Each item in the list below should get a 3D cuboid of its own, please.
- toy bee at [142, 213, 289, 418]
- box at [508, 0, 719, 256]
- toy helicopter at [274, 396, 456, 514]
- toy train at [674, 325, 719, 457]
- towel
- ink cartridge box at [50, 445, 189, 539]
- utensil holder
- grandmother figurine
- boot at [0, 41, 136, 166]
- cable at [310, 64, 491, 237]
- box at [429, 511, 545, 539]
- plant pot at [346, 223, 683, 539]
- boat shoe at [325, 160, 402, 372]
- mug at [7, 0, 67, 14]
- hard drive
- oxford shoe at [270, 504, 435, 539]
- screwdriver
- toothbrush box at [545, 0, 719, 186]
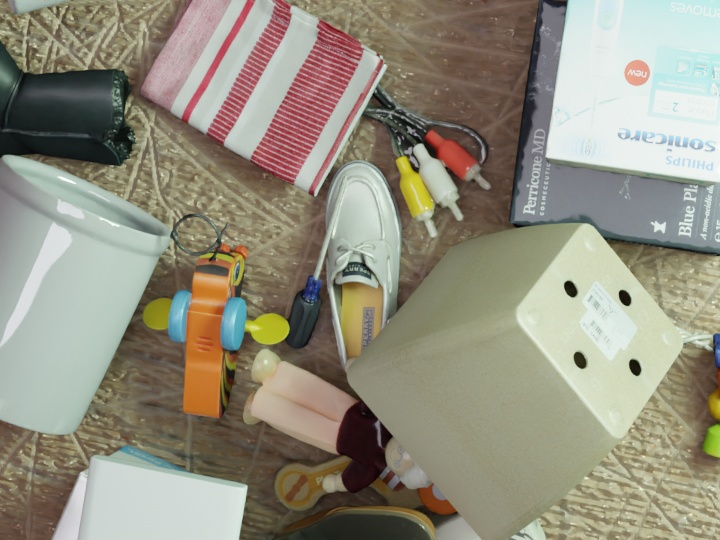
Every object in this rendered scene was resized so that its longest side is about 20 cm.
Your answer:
[{"bbox_3d":[-0.124,0.028,1.643,0.130,0.109,0.201,26,120,0],"label":"toy bee"},{"bbox_3d":[0.240,-0.123,1.581,0.197,0.117,0.199,8,92,7],"label":"box"},{"bbox_3d":[0.008,0.165,1.638,0.198,0.079,0.134,-19,96,19],"label":"toy helicopter"},{"bbox_3d":[0.325,0.114,1.601,0.198,0.085,0.117,11,106,6],"label":"toy train"},{"bbox_3d":[-0.091,-0.177,1.648,0.199,0.023,0.145,31,95,15],"label":"towel"},{"bbox_3d":[-0.199,0.247,1.596,0.124,0.200,0.130,23,93,5],"label":"ink cartridge box"},{"bbox_3d":[-0.284,0.023,1.619,0.169,0.170,0.202,25,96,5],"label":"utensil holder"},{"bbox_3d":[-0.011,0.141,1.585,0.198,0.060,0.123,19,115,29],"label":"grandmother figurine"},{"bbox_3d":[-0.293,-0.177,1.622,0.166,0.077,0.201,0,135,7],"label":"boot"},{"bbox_3d":[0.041,-0.132,1.636,0.097,0.050,0.200,-40,87,0],"label":"cable"},{"bbox_3d":[0.066,0.264,1.628,0.199,0.082,0.069,-29,89,8],"label":"box"},{"bbox_3d":[0.146,0.076,1.506,0.200,0.177,0.200,49,51,-8],"label":"plant pot"},{"bbox_3d":[0.000,0.000,1.632,0.070,0.070,0.203,1,89,5],"label":"boat shoe"},{"bbox_3d":[-0.258,-0.345,1.626,0.174,0.148,0.201,-19,59,-12],"label":"mug"},{"bbox_3d":[-0.173,0.263,1.480,0.130,0.026,0.203,10,93,6],"label":"hard drive"},{"bbox_3d":[-0.002,0.228,1.583,0.199,0.071,0.072,-14,109,45],"label":"oxford shoe"},{"bbox_3d":[-0.039,-0.005,1.604,0.028,0.029,0.201,34,136,18],"label":"screwdriver"},{"bbox_3d":[0.235,-0.178,1.480,0.145,0.085,0.203,9,92,7],"label":"toothbrush box"}]
